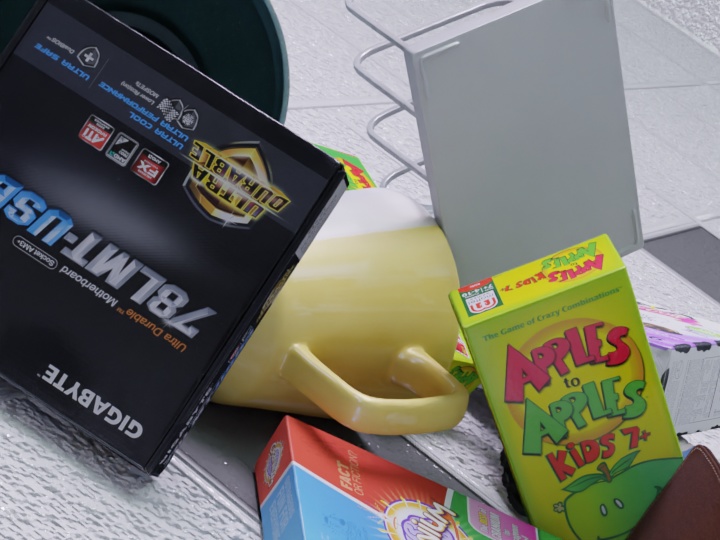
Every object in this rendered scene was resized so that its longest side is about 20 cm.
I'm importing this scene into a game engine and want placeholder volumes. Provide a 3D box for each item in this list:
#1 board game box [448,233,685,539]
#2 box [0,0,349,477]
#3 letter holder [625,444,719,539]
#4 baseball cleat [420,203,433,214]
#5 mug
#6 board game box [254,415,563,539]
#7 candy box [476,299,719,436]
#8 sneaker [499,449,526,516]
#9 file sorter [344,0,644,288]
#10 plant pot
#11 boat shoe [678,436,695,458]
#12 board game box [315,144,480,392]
[{"bbox_3d":[0.132,0.088,1.317,0.048,0.101,0.201,-108,178,-62],"label":"board game box"},{"bbox_3d":[-0.140,-0.023,1.201,0.200,0.199,0.050,33,-6,7],"label":"box"},{"bbox_3d":[0.210,0.206,1.240,0.100,0.143,0.200,27,18,-9],"label":"letter holder"},{"bbox_3d":[0.024,-0.041,1.705,0.200,0.070,0.106,9,29,-50],"label":"baseball cleat"},{"bbox_3d":[-0.031,0.022,1.327,0.153,0.150,0.186,1,-2,-43],"label":"mug"},{"bbox_3d":[0.040,0.170,1.228,0.199,0.040,0.153,25,19,-17],"label":"board game box"},{"bbox_3d":[0.178,0.062,1.586,0.167,0.072,0.200,16,9,28],"label":"candy box"},{"bbox_3d":[0.141,0.071,1.457,0.079,0.201,0.074,14,-21,-28],"label":"sneaker"},{"bbox_3d":[0.080,-0.096,1.401,0.138,0.201,0.125,-24,35,-18],"label":"file sorter"},{"bbox_3d":[-0.146,-0.108,1.311,0.200,0.201,0.134,29,-3,-5],"label":"plant pot"},{"bbox_3d":[0.218,0.162,1.479,0.072,0.072,0.200,35,19,9],"label":"boat shoe"},{"bbox_3d":[0.000,0.000,1.495,0.101,0.048,0.200,15,37,-53],"label":"board game box"}]
